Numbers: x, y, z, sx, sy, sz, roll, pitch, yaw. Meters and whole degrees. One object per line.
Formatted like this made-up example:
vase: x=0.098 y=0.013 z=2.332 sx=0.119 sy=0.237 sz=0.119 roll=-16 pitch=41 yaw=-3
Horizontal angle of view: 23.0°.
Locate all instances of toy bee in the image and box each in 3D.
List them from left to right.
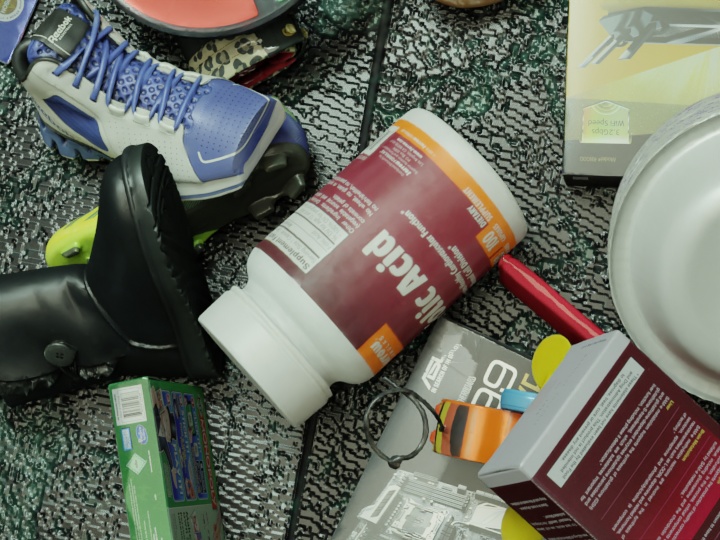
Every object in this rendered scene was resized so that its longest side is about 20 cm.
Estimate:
toy bee: x=0.092 y=0.097 z=1.100 sx=0.200 sy=0.109 sz=0.131 roll=34 pitch=81 yaw=-14

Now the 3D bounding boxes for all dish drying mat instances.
dish drying mat: x=0.169 y=0.061 z=1.144 sx=0.200 sy=0.077 sz=0.018 roll=42 pitch=86 yaw=11

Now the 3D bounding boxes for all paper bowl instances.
paper bowl: x=0.253 y=-0.008 z=1.092 sx=0.201 sy=0.104 sz=0.201 roll=3 pitch=108 yaw=8

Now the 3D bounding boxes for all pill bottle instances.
pill bottle: x=0.000 y=0.000 z=1.145 sx=0.200 sy=0.114 sz=0.114 roll=-42 pitch=79 yaw=-6

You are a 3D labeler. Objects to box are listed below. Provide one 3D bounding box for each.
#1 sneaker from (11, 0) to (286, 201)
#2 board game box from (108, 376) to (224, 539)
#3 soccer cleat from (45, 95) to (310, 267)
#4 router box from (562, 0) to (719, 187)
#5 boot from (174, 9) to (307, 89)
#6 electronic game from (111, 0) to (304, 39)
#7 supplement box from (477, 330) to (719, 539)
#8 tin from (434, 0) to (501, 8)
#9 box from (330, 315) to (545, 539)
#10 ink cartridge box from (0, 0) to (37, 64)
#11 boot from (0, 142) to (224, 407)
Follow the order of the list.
sneaker: x=-0.159 y=-0.117 z=1.162 sx=0.199 sy=0.115 sz=0.081 roll=14 pitch=65 yaw=31
board game box: x=-0.117 y=0.173 z=1.148 sx=0.029 sy=0.135 sz=0.200 roll=-10 pitch=82 yaw=7
soccer cleat: x=-0.127 y=-0.054 z=1.221 sx=0.200 sy=0.065 sz=0.084 roll=-26 pitch=51 yaw=10
router box: x=0.235 y=-0.134 z=1.166 sx=0.200 sy=0.052 sz=0.157 roll=1 pitch=85 yaw=9
boot: x=-0.063 y=-0.223 z=1.212 sx=0.204 sy=0.073 sz=0.154 roll=-31 pitch=79 yaw=13
electronic game: x=-0.099 y=-0.252 z=1.164 sx=0.200 sy=0.042 sz=0.200 roll=0 pitch=89 yaw=14
supplement box: x=0.179 y=0.142 z=1.031 sx=0.200 sy=0.061 sz=0.109 roll=43 pitch=67 yaw=-7
tin: x=0.064 y=-0.263 z=1.150 sx=0.112 sy=0.042 sz=0.200 roll=-13 pitch=126 yaw=5
box: x=0.081 y=0.152 z=1.161 sx=0.158 sy=0.050 sz=0.200 roll=26 pitch=89 yaw=10
ink cartridge box: x=-0.307 y=-0.275 z=1.274 sx=0.200 sy=0.043 sz=0.196 roll=22 pitch=87 yaw=12
boot: x=-0.191 y=0.011 z=1.159 sx=0.168 sy=0.200 sz=0.076 roll=-8 pitch=46 yaw=6
